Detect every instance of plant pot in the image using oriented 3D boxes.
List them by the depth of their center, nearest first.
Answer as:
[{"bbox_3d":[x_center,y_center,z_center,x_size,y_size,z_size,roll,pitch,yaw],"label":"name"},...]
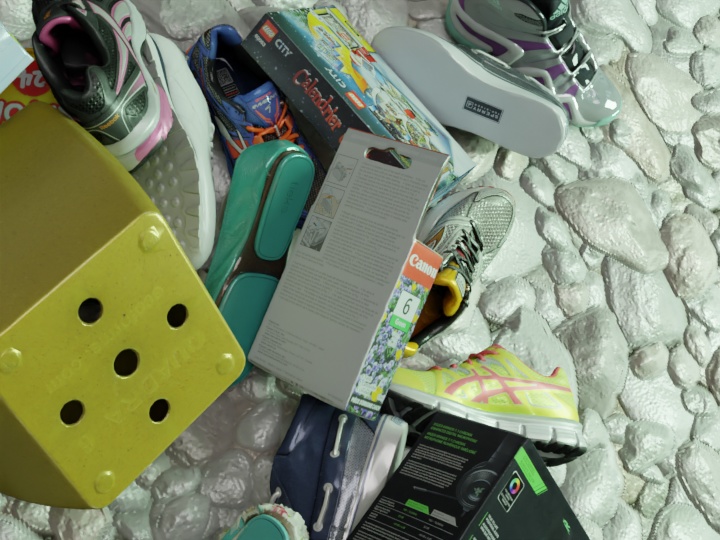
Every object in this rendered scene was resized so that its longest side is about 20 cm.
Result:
[{"bbox_3d":[-0.194,0.034,0.638,0.200,0.175,0.201,-44,128,-25],"label":"plant pot"}]

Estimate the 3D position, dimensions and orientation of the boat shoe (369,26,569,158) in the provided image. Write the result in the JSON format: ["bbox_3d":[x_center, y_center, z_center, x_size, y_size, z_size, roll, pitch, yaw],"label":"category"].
[{"bbox_3d":[0.104,-0.173,0.914,0.198,0.072,0.068,25,32,7],"label":"boat shoe"}]

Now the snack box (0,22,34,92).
[{"bbox_3d":[-0.335,-0.121,0.673,0.169,0.199,0.068,-51,132,-15],"label":"snack box"}]

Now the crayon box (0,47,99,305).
[{"bbox_3d":[-0.258,-0.076,0.773,0.125,0.051,0.203,0,72,-18],"label":"crayon box"}]

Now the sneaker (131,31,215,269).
[{"bbox_3d":[-0.144,-0.096,0.782,0.076,0.080,0.203,-18,79,24],"label":"sneaker"}]

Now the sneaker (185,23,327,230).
[{"bbox_3d":[-0.086,-0.120,0.826,0.075,0.078,0.201,-35,84,-24],"label":"sneaker"}]

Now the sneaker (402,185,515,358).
[{"bbox_3d":[0.072,0.006,0.822,0.200,0.082,0.078,-48,116,-23],"label":"sneaker"}]

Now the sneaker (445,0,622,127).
[{"bbox_3d":[0.181,-0.222,0.910,0.199,0.140,0.078,32,65,-4],"label":"sneaker"}]

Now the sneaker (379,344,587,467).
[{"bbox_3d":[0.092,0.101,0.815,0.198,0.078,0.091,15,60,-18],"label":"sneaker"}]

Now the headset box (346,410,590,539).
[{"bbox_3d":[0.077,0.229,0.709,0.200,0.092,0.175,-49,124,-26],"label":"headset box"}]

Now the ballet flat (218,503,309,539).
[{"bbox_3d":[-0.105,0.247,0.693,0.200,0.064,0.076,-45,72,2],"label":"ballet flat"}]

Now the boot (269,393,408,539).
[{"bbox_3d":[-0.034,0.198,0.749,0.089,0.073,0.202,15,70,12],"label":"boot"}]

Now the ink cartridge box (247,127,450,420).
[{"bbox_3d":[0.000,0.000,0.758,0.050,0.108,0.202,27,85,-52],"label":"ink cartridge box"}]

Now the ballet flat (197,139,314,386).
[{"bbox_3d":[-0.093,-0.008,0.787,0.067,0.070,0.202,14,97,-44],"label":"ballet flat"}]

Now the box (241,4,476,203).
[{"bbox_3d":[0.004,-0.140,0.844,0.200,0.038,0.136,49,28,3],"label":"box"}]

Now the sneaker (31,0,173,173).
[{"bbox_3d":[-0.201,-0.168,0.712,0.080,0.086,0.201,-39,56,4],"label":"sneaker"}]
